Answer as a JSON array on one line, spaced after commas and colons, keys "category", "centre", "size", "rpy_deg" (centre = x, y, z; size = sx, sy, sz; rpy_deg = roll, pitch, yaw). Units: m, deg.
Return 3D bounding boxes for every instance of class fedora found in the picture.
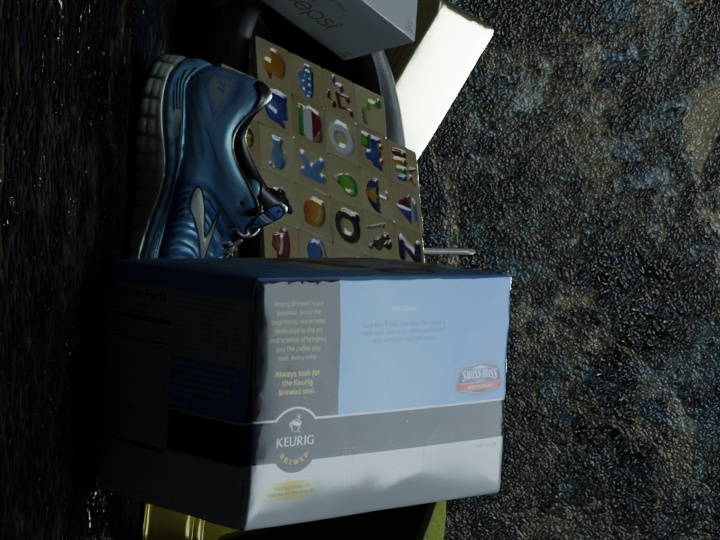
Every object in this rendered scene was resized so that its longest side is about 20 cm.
[{"category": "fedora", "centre": [-0.058, -0.120, 1.215], "size": [0.177, 0.090, 0.200], "rpy_deg": [-45, 120, -40]}]

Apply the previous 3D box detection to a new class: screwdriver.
[{"category": "screwdriver", "centre": [0.005, -0.016, 1.183], "size": [0.029, 0.200, 0.028], "rpy_deg": [-40, -122, 53]}]

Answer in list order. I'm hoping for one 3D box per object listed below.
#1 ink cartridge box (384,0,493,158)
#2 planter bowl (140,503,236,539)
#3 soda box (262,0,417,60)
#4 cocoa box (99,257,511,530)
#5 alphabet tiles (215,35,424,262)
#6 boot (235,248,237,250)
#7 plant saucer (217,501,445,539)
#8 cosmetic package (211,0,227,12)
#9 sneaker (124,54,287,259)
[{"category": "ink cartridge box", "centre": [0.010, -0.136, 1.356], "size": [0.200, 0.075, 0.165], "rpy_deg": [-59, 165, 9]}, {"category": "planter bowl", "centre": [-0.103, 0.204, 1.196], "size": [0.200, 0.083, 0.201], "rpy_deg": [4, 90, -89]}, {"category": "soda box", "centre": [-0.041, -0.214, 1.109], "size": [0.200, 0.064, 0.068], "rpy_deg": [29, 58, -49]}, {"category": "cocoa box", "centre": [-0.028, 0.060, 0.946], "size": [0.200, 0.133, 0.132], "rpy_deg": [-1, 95, -44]}, {"category": "alphabet tiles", "centre": [-0.024, -0.064, 1.144], "size": [0.200, 0.006, 0.167], "rpy_deg": [20, 58, -45]}, {"category": "boot", "centre": [-0.087, -0.063, 1.432], "size": [0.200, 0.073, 0.091], "rpy_deg": [44, 51, -85]}, {"category": "plant saucer", "centre": [-0.039, 0.231, 1.010], "size": [0.048, 0.200, 0.200], "rpy_deg": [49, 41, -24]}, {"category": "cosmetic package", "centre": [-0.061, -0.183, 1.376], "size": [0.074, 0.102, 0.200], "rpy_deg": [-51, 163, -20]}, {"category": "sneaker", "centre": [-0.090, -0.025, 1.000], "size": [0.078, 0.090, 0.201], "rpy_deg": [-79, 173, -81]}]
